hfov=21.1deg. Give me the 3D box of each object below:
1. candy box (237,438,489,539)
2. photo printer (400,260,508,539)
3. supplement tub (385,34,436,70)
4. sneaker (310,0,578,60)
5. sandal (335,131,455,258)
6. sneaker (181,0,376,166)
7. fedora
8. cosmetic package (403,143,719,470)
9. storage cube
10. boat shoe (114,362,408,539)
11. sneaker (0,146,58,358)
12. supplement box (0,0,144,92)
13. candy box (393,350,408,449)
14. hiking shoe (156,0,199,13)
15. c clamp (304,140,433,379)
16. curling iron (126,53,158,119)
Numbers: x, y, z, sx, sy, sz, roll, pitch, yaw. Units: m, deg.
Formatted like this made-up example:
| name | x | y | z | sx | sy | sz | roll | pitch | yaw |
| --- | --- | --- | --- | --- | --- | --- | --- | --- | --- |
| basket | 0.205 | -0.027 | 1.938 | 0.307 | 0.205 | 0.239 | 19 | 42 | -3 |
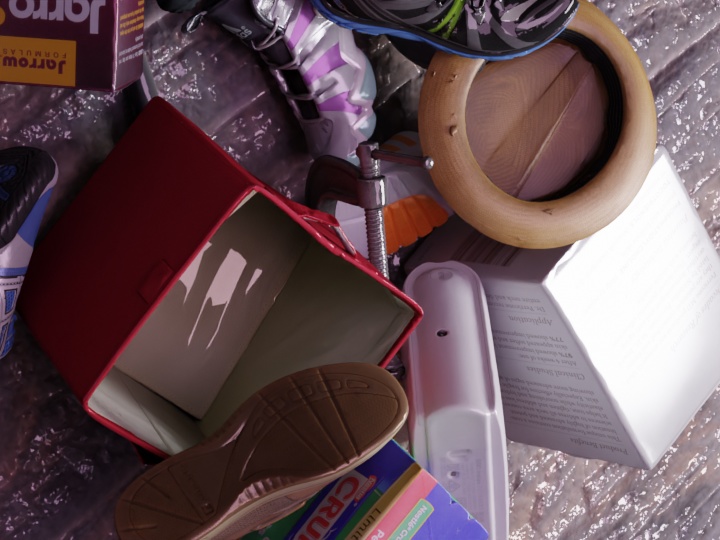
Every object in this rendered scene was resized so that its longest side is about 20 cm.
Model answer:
| name | x | y | z | sx | sy | sz | roll | pitch | yaw |
| --- | --- | --- | --- | --- | --- | --- | --- | --- | --- |
| candy box | -0.027 | 0.182 | 1.274 | 0.077 | 0.200 | 0.169 | 43 | 86 | -26 |
| photo printer | 0.068 | 0.103 | 1.423 | 0.069 | 0.200 | 0.167 | -5 | 124 | 1 |
| supplement tub | 0.097 | -0.248 | 1.487 | 0.107 | 0.107 | 0.201 | 47 | 67 | -32 |
| sneaker | 0.063 | -0.199 | 1.356 | 0.198 | 0.083 | 0.071 | 6 | 64 | -14 |
| sandal | 0.049 | -0.074 | 1.498 | 0.206 | 0.059 | 0.080 | -23 | 137 | -26 |
| sneaker | -0.065 | -0.164 | 1.393 | 0.139 | 0.078 | 0.202 | -7 | 90 | -36 |
| fedora | 0.123 | -0.108 | 1.443 | 0.199 | 0.082 | 0.202 | 3 | 81 | -19 |
| cosmetic package | 0.176 | 0.023 | 1.542 | 0.166 | 0.167 | 0.201 | -47 | 122 | -26 |
| storage cube | -0.102 | 0.022 | 1.285 | 0.171 | 0.180 | 0.200 | 36 | 94 | -35 |
| boat shoe | -0.062 | 0.122 | 1.211 | 0.199 | 0.065 | 0.072 | -26 | 70 | -12 |
| sneaker | -0.257 | 0.009 | 1.266 | 0.201 | 0.075 | 0.077 | -60 | 143 | -13 |
| supplement box | -0.195 | -0.220 | 1.225 | 0.109 | 0.086 | 0.202 | 4 | 103 | 4 |
| candy box | -0.028 | 0.077 | 1.475 | 0.200 | 0.026 | 0.103 | 34 | 71 | -36 |
| hiking shoe | -0.171 | -0.262 | 1.303 | 0.086 | 0.074 | 0.201 | -27 | 103 | -22 |
| c clamp | 0.000 | 0.000 | 1.366 | 0.027 | 0.171 | 0.201 | -13 | 112 | -28 |
| curling iron | -0.154 | -0.101 | 1.354 | 0.049 | 0.025 | 0.201 | -16 | 105 | -37 |
